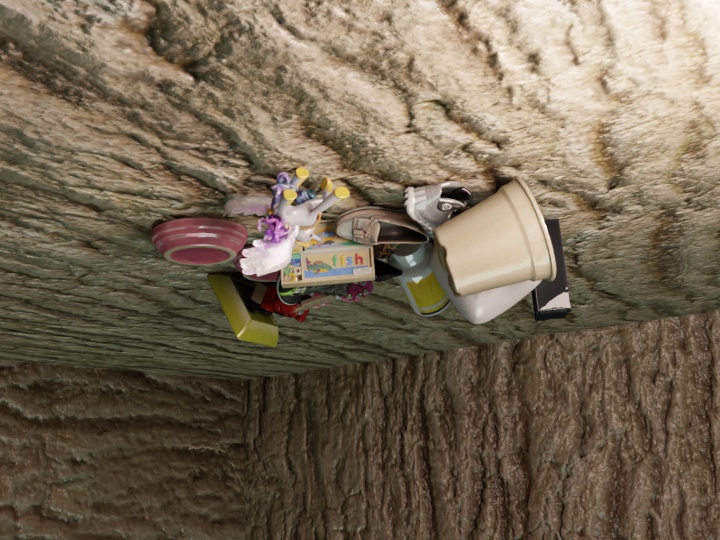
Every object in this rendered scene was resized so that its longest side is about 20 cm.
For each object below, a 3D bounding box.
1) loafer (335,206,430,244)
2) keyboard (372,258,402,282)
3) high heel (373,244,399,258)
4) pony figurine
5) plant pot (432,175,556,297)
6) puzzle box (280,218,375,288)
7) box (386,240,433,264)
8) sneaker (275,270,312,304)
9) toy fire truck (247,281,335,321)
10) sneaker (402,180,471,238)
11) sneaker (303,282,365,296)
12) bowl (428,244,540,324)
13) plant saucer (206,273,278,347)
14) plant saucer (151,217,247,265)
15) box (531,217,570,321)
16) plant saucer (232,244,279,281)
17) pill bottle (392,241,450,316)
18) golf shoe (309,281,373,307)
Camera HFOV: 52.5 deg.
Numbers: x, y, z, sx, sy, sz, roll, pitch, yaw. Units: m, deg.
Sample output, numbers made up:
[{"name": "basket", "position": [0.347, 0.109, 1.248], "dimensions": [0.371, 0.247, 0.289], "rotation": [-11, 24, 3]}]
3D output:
[{"name": "loafer", "position": [0.046, -0.084, 1.460], "dimensions": [0.194, 0.064, 0.073], "rotation": [-2, 132, -1]}, {"name": "keyboard", "position": [0.000, 0.000, 1.593], "dimensions": [0.102, 0.041, 0.199], "rotation": [-10, -160, -30]}, {"name": "high heel", "position": [-0.006, -0.059, 1.561], "dimensions": [0.139, 0.074, 0.198], "rotation": [-3, 176, -32]}, {"name": "pony figurine", "position": [-0.132, -0.093, 1.298], "dimensions": [0.188, 0.170, 0.201], "rotation": [-6, 153, -27]}, {"name": "plant pot", "position": [0.235, -0.046, 1.342], "dimensions": [0.179, 0.205, 0.201], "rotation": [-20, 165, 2]}, {"name": "puzzle box", "position": [-0.069, -0.039, 1.507], "dimensions": [0.194, 0.137, 0.026], "rotation": [-5, 160, 1]}, {"name": "box", "position": [0.134, -0.025, 1.811], "dimensions": [0.133, 0.041, 0.200], "rotation": [-5, 166, -1]}, {"name": "sneaker", "position": [-0.141, 0.019, 1.647], "dimensions": [0.070, 0.084, 0.203], "rotation": [-12, 139, -27]}, {"name": "toy fire truck", "position": [-0.159, 0.078, 1.869], "dimensions": [0.197, 0.131, 0.175], "rotation": [26, -178, 22]}, {"name": "sneaker", "position": [0.169, -0.116, 1.399], "dimensions": [0.113, 0.077, 0.199], "rotation": [-14, 162, 27]}, {"name": "sneaker", "position": [-0.073, 0.028, 1.752], "dimensions": [0.196, 0.093, 0.076], "rotation": [-25, 175, 6]}, {"name": "bowl", "position": [0.251, -0.020, 1.478], "dimensions": [0.198, 0.202, 0.075], "rotation": [-34, 156, -3]}, {"name": "plant saucer", "position": [-0.295, 0.095, 1.916], "dimensions": [0.047, 0.202, 0.199], "rotation": [-36, 157, 13]}, {"name": "plant saucer", "position": [-0.332, -0.054, 1.512], "dimensions": [0.194, 0.052, 0.201], "rotation": [-5, 166, -1]}, {"name": "box", "position": [0.424, 0.001, 1.661], "dimensions": [0.077, 0.206, 0.141], "rotation": [-6, 167, 7]}, {"name": "plant saucer", "position": [-0.206, -0.015, 1.734], "dimensions": [0.194, 0.052, 0.201], "rotation": [-5, 166, -1]}, {"name": "pill bottle", "position": [0.136, 0.003, 1.664], "dimensions": [0.109, 0.114, 0.202], "rotation": [-9, 137, 20]}, {"name": "golf shoe", "position": [-0.064, 0.046, 2.013], "dimensions": [0.194, 0.078, 0.092], "rotation": [-7, -164, -11]}]
